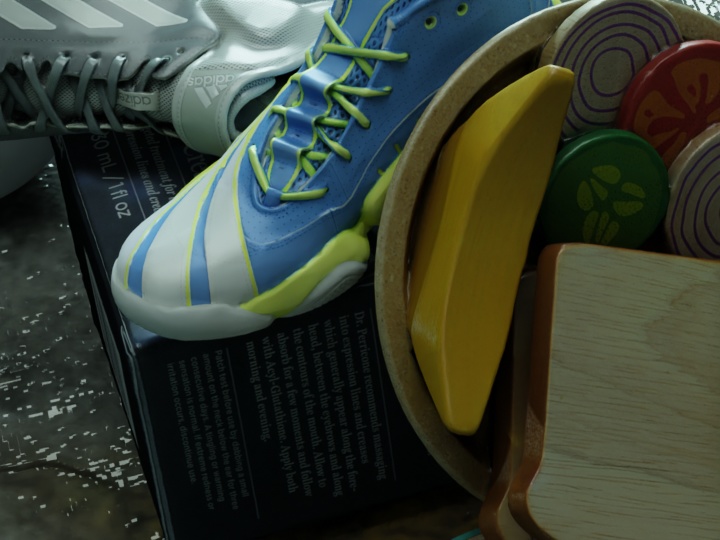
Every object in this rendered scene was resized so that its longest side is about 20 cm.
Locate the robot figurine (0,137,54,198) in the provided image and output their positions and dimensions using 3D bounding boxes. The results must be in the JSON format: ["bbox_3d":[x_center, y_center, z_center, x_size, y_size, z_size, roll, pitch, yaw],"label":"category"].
[{"bbox_3d":[-0.196,-0.112,1.303,0.124,0.151,0.200,0,34,-25],"label":"robot figurine"}]

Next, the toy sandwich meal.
[{"bbox_3d":[0.093,0.008,1.014,0.204,0.206,0.070,-28,18,-21],"label":"toy sandwich meal"}]

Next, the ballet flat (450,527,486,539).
[{"bbox_3d":[-0.009,0.147,1.009,0.199,0.068,0.067,-26,50,-16],"label":"ballet flat"}]

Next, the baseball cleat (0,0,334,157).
[{"bbox_3d":[-0.090,-0.075,1.094,0.199,0.070,0.107,-17,39,-7],"label":"baseball cleat"}]

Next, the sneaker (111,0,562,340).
[{"bbox_3d":[-0.009,-0.060,1.030,0.200,0.106,0.076,-32,42,-28],"label":"sneaker"}]

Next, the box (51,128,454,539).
[{"bbox_3d":[0.000,0.000,1.136,0.199,0.108,0.149,-15,39,-9],"label":"box"}]
